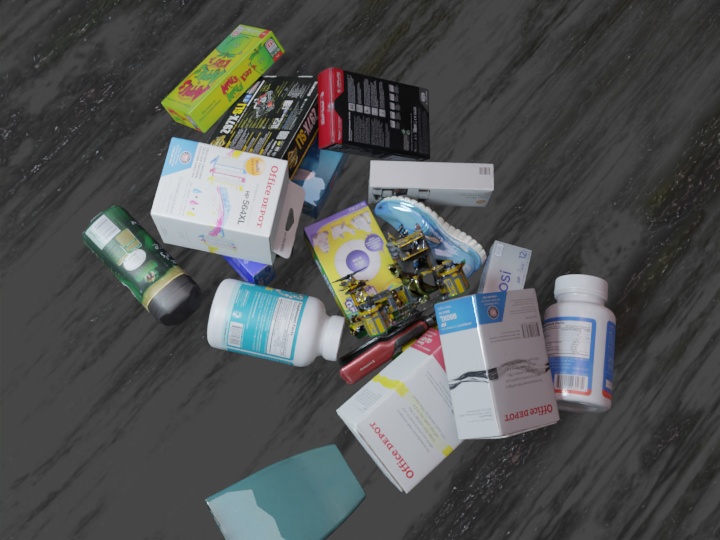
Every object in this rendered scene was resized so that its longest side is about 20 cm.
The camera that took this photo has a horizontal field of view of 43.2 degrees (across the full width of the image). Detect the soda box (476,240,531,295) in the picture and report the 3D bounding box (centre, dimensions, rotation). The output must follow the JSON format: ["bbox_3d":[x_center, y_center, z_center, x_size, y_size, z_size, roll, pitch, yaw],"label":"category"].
[{"bbox_3d":[0.215,0.059,1.445,0.063,0.068,0.200,16,74,1],"label":"soda box"}]

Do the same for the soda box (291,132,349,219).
[{"bbox_3d":[-0.060,-0.192,1.515,0.068,0.064,0.200,24,73,5],"label":"soda box"}]

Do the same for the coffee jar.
[{"bbox_3d":[-0.339,-0.004,1.430,0.085,0.104,0.200,-43,80,-10],"label":"coffee jar"}]

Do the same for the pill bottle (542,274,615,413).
[{"bbox_3d":[0.337,0.113,1.411,0.112,0.112,0.200,9,73,1],"label":"pill bottle"}]

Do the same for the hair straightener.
[{"bbox_3d":[0.048,0.096,1.421,0.200,0.077,0.041,-39,111,8],"label":"hair straightener"}]

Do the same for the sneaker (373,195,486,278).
[{"bbox_3d":[0.102,-0.048,1.471,0.200,0.078,0.090,33,79,9],"label":"sneaker"}]

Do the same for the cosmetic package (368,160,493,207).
[{"bbox_3d":[0.114,-0.141,1.496,0.200,0.083,0.051,1,75,-1],"label":"cosmetic package"}]

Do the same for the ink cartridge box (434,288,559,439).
[{"bbox_3d":[0.197,0.134,1.311,0.145,0.084,0.200,-3,80,-43],"label":"ink cartridge box"}]

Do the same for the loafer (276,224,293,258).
[{"bbox_3d":[-0.178,-0.092,1.483,0.071,0.073,0.200,-33,67,-7],"label":"loafer"}]

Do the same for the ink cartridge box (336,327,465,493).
[{"bbox_3d":[0.086,0.207,1.361,0.200,0.083,0.145,-40,109,-12],"label":"ink cartridge box"}]

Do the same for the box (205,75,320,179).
[{"bbox_3d":[-0.149,-0.234,1.476,0.160,0.049,0.200,5,54,29],"label":"box"}]

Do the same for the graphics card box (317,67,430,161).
[{"bbox_3d":[0.023,-0.249,1.483,0.200,0.051,0.126,3,81,-34],"label":"graphics card box"}]

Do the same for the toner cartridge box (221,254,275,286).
[{"bbox_3d":[-0.218,-0.060,1.455,0.043,0.095,0.200,-41,79,-13],"label":"toner cartridge box"}]

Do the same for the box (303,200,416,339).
[{"bbox_3d":[0.000,0.000,1.469,0.117,0.048,0.200,-26,78,-9],"label":"box"}]

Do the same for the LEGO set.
[{"bbox_3d":[0.054,0.005,1.365,0.200,0.154,0.116,-25,99,-1],"label":"LEGO set"}]

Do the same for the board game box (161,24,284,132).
[{"bbox_3d":[-0.231,-0.326,1.532,0.200,0.048,0.102,-48,42,-14],"label":"board game box"}]

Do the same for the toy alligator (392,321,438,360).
[{"bbox_3d":[0.078,0.136,1.430,0.200,0.059,0.054,-42,37,-11],"label":"toy alligator"}]

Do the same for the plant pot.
[{"bbox_3d":[-0.101,0.345,1.317,0.200,0.141,0.141,-30,77,-16],"label":"plant pot"}]

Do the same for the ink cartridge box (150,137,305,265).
[{"bbox_3d":[-0.190,-0.099,1.354,0.200,0.125,0.129,11,72,1],"label":"ink cartridge box"}]

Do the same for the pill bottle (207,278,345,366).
[{"bbox_3d":[-0.127,0.085,1.406,0.200,0.111,0.111,13,73,2],"label":"pill bottle"}]
